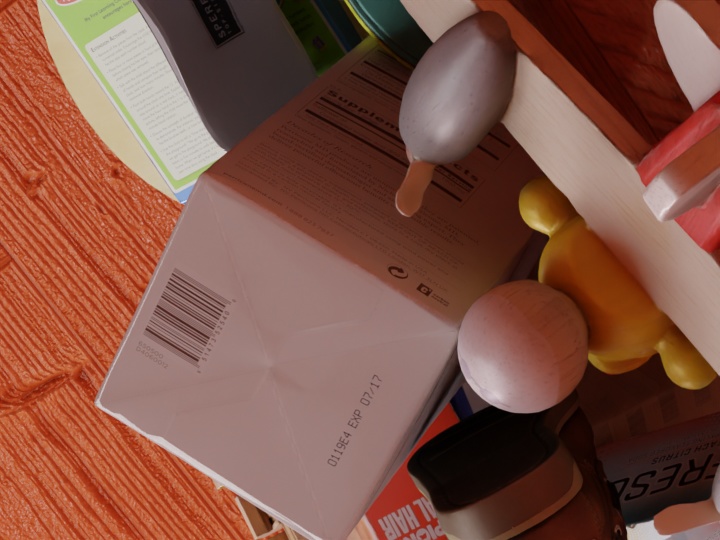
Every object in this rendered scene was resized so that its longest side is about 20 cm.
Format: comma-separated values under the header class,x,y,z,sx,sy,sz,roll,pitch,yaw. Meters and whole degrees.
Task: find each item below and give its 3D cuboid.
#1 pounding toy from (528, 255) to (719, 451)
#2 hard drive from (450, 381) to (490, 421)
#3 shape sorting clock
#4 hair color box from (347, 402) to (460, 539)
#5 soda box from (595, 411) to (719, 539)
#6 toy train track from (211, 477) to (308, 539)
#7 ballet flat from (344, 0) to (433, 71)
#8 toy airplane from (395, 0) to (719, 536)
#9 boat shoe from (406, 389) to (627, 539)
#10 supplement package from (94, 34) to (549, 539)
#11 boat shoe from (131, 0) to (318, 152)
class,x,y,z,sx,sy,sz,roll,pitch,yaw
pounding toy,0.140,0.088,1.135,0.184,0.142,0.200,42,153,57
hard drive,0.037,0.066,1.123,0.200,0.025,0.132,67,165,-8
shape sorting clock,-0.064,-0.114,1.081,0.200,0.039,0.200,16,127,22
hair color box,0.004,0.081,1.087,0.200,0.064,0.111,60,164,13
soda box,0.136,0.102,0.943,0.200,0.068,0.064,-22,112,42
toy train track,-0.044,0.102,1.104,0.115,0.032,0.200,62,166,9
ballet flat,-0.004,-0.171,0.980,0.200,0.067,0.067,55,-165,-5
toy airplane,0.094,-0.005,0.793,0.199,0.141,0.200,56,173,-35
boat shoe,0.062,0.092,0.896,0.068,0.072,0.200,61,-170,-5
supplement package,0.000,0.000,0.940,0.109,0.114,0.200,31,-152,6
boat shoe,-0.073,-0.141,0.996,0.200,0.073,0.068,60,177,-29
